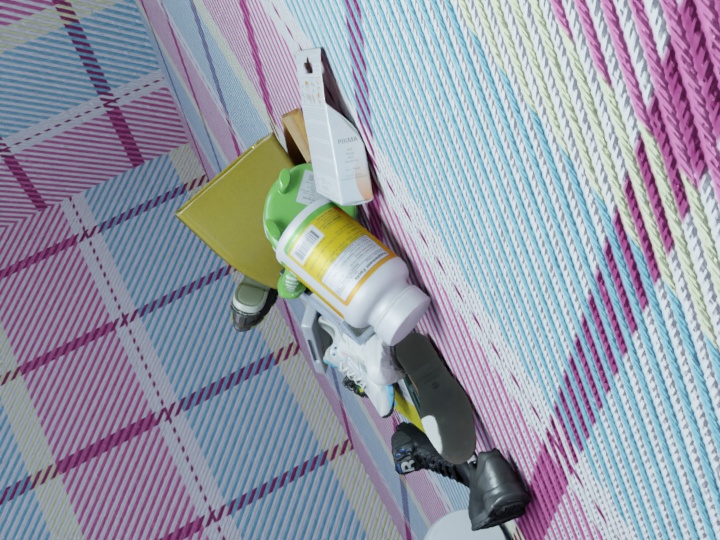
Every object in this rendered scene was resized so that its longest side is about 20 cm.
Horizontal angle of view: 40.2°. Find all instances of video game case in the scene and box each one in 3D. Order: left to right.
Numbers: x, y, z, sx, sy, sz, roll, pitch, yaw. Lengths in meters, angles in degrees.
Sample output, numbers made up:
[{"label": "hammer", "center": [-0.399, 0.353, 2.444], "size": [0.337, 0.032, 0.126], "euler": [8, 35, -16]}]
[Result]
[{"label": "video game case", "center": [-0.054, 0.050, 1.682], "size": [0.182, 0.022, 0.200], "euler": [79, -157, -60]}]

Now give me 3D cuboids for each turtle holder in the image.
[{"label": "turtle holder", "center": [-0.071, -0.061, 1.459], "size": [0.132, 0.141, 0.186], "euler": [135, 121, -82]}]

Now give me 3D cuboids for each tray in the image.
[{"label": "tray", "center": [-0.083, -0.167, 1.588], "size": [0.099, 0.037, 0.200], "euler": [60, 169, 20]}]

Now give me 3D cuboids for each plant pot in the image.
[{"label": "plant pot", "center": [-0.162, -0.082, 1.605], "size": [0.200, 0.195, 0.194], "euler": [49, 173, -11]}]

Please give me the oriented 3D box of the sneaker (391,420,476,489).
[{"label": "sneaker", "center": [0.115, 0.304, 1.548], "size": [0.200, 0.112, 0.073], "euler": [48, 163, 59]}]

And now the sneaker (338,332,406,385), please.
[{"label": "sneaker", "center": [0.015, 0.118, 1.475], "size": [0.200, 0.099, 0.078], "euler": [-85, -30, -65]}]

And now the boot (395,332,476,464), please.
[{"label": "boot", "center": [0.116, 0.184, 1.394], "size": [0.200, 0.074, 0.075], "euler": [67, -173, 29]}]

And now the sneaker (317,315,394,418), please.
[{"label": "sneaker", "center": [-0.011, 0.149, 1.567], "size": [0.075, 0.086, 0.200], "euler": [110, 139, -62]}]

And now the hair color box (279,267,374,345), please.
[{"label": "hair color box", "center": [-0.029, 0.023, 1.489], "size": [0.200, 0.099, 0.061], "euler": [35, 166, 51]}]

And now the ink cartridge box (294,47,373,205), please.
[{"label": "ink cartridge box", "center": [-0.037, -0.194, 1.304], "size": [0.162, 0.050, 0.200], "euler": [-144, 46, -72]}]

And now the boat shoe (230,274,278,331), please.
[{"label": "boat shoe", "center": [-0.176, 0.034, 1.699], "size": [0.201, 0.072, 0.061], "euler": [-60, -11, -60]}]

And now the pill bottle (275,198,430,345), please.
[{"label": "pill bottle", "center": [-0.007, 0.006, 1.313], "size": [0.200, 0.111, 0.111], "euler": [41, 164, 16]}]

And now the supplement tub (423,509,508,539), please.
[{"label": "supplement tub", "center": [0.171, 0.474, 1.599], "size": [0.145, 0.145, 0.200], "euler": [59, 169, 26]}]

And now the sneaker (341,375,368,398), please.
[{"label": "sneaker", "center": [0.024, 0.163, 1.770], "size": [0.078, 0.085, 0.200], "euler": [30, 155, -8]}]

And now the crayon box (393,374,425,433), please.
[{"label": "crayon box", "center": [0.069, 0.175, 1.605], "size": [0.127, 0.051, 0.200], "euler": [67, 166, -17]}]

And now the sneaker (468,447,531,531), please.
[{"label": "sneaker", "center": [0.181, 0.297, 1.339], "size": [0.200, 0.076, 0.091], "euler": [99, 154, -63]}]
